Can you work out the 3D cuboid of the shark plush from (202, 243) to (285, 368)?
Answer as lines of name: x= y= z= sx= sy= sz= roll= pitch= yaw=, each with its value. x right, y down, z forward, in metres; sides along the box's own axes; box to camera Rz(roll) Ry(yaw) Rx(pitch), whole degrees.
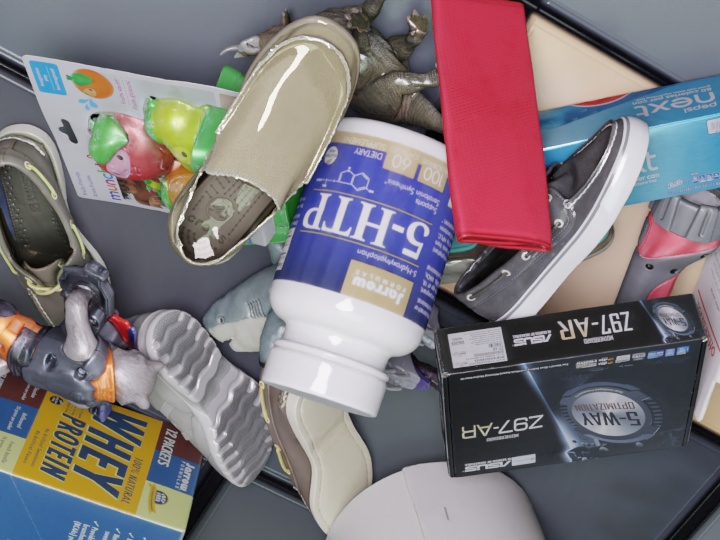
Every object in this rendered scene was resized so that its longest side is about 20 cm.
shark plush: x=-0.054 y=-0.005 z=1.130 sx=0.083 sy=0.091 sz=0.200 roll=41 pitch=123 yaw=15

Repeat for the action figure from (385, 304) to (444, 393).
action figure: x=0.096 y=0.094 z=1.175 sx=0.199 sy=0.069 sz=0.130 roll=26 pitch=112 yaw=-15

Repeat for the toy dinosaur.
toy dinosaur: x=0.007 y=-0.154 z=1.045 sx=0.200 sy=0.077 sz=0.102 roll=26 pitch=145 yaw=-22

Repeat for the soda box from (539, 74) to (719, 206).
soda box: x=0.188 y=-0.090 z=1.064 sx=0.199 sy=0.068 sz=0.064 roll=-10 pitch=120 yaw=9

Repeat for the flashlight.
flashlight: x=0.243 y=0.018 z=1.127 sx=0.068 sy=0.068 sz=0.201 roll=-12 pitch=130 yaw=-34

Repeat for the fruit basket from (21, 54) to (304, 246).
fruit basket: x=-0.141 y=-0.083 z=1.044 sx=0.199 sy=0.094 sz=0.185 roll=6 pitch=150 yaw=6

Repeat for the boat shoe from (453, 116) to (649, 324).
boat shoe: x=0.134 y=-0.039 z=1.023 sx=0.066 sy=0.070 sz=0.200 roll=24 pitch=128 yaw=-14

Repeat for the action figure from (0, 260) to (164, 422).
action figure: x=-0.254 y=0.083 z=1.121 sx=0.193 sy=0.105 sz=0.200 roll=7 pitch=139 yaw=8

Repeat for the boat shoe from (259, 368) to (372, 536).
boat shoe: x=-0.041 y=0.154 z=1.218 sx=0.059 sy=0.072 sz=0.200 roll=27 pitch=147 yaw=37

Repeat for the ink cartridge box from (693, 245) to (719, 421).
ink cartridge box: x=0.314 y=0.014 z=1.090 sx=0.066 sy=0.116 sz=0.201 roll=10 pitch=120 yaw=-4

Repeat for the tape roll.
tape roll: x=0.076 y=0.287 z=1.218 sx=0.202 sy=0.139 sz=0.203 roll=-6 pitch=124 yaw=-9

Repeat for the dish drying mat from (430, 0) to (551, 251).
dish drying mat: x=0.092 y=-0.109 z=0.995 sx=0.076 sy=0.201 sz=0.018 roll=4 pitch=154 yaw=-18

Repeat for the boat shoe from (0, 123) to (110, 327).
boat shoe: x=-0.257 y=-0.016 z=1.134 sx=0.072 sy=0.060 sz=0.202 roll=-10 pitch=118 yaw=8

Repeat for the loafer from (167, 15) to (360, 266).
loafer: x=-0.064 y=-0.076 z=0.931 sx=0.075 sy=0.068 sz=0.200 roll=27 pitch=112 yaw=-15

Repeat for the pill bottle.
pill bottle: x=0.000 y=0.000 z=1.030 sx=0.119 sy=0.120 sz=0.201 roll=18 pitch=81 yaw=-7

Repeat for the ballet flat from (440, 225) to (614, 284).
ballet flat: x=0.102 y=-0.019 z=1.122 sx=0.199 sy=0.068 sz=0.064 roll=-3 pitch=147 yaw=4

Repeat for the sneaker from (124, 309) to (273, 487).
sneaker: x=-0.141 y=0.105 z=1.205 sx=0.082 sy=0.075 sz=0.200 roll=7 pitch=136 yaw=43

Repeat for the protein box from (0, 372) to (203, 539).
protein box: x=-0.266 y=0.226 z=1.228 sx=0.199 sy=0.135 sz=0.199 roll=20 pitch=118 yaw=-8

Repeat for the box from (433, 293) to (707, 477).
box: x=0.160 y=0.093 z=1.089 sx=0.199 sy=0.044 sz=0.160 roll=-8 pitch=143 yaw=0
